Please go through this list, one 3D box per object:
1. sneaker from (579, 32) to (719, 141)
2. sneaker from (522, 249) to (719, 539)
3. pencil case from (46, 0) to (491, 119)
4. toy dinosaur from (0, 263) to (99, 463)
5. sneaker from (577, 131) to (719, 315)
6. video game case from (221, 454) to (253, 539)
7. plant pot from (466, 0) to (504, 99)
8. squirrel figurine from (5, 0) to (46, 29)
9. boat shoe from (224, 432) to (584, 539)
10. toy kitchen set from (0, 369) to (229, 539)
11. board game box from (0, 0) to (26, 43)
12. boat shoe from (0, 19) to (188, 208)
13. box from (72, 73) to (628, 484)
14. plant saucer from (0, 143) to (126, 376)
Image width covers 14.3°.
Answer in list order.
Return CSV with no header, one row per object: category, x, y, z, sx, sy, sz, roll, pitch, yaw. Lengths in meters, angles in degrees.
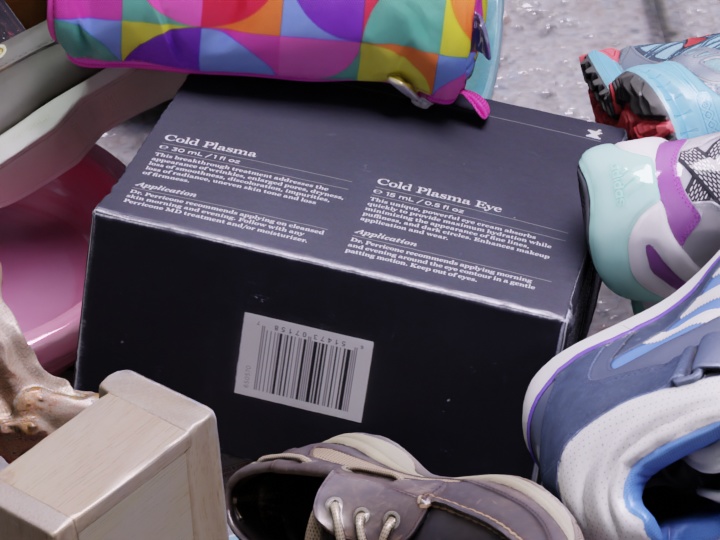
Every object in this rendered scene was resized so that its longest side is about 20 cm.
sneaker,0.162,-0.072,1.338,0.095,0.079,0.200,-17,9,-3
sneaker,0.159,0.041,1.061,0.200,0.081,0.146,-30,20,-2
pencil case,-0.037,-0.119,1.246,0.199,0.089,0.088,8,37,0
toy dinosaur,-0.193,0.017,1.174,0.200,0.136,0.086,26,35,34
sneaker,0.181,-0.011,1.208,0.140,0.200,0.078,-11,75,16
video game case,-0.040,0.123,1.182,0.200,0.022,0.182,-14,38,-17
plant pot,-0.043,-0.169,1.444,0.196,0.201,0.200,-1,36,14
squirrel figurine,-0.224,-0.222,1.515,0.200,0.187,0.142,-20,40,-22
boat shoe,0.012,0.110,1.079,0.073,0.075,0.200,-4,7,-30
toy kitchen set,-0.118,0.086,1.067,0.200,0.181,0.163,23,43,32
board game box,-0.263,-0.099,1.345,0.200,0.035,0.136,-30,76,-31
boat shoe,-0.111,-0.104,1.322,0.201,0.072,0.060,-33,73,-9
box,0.000,0.000,1.234,0.200,0.104,0.182,13,30,8
plant saucer,-0.194,0.002,1.329,0.200,0.051,0.201,-2,38,1
